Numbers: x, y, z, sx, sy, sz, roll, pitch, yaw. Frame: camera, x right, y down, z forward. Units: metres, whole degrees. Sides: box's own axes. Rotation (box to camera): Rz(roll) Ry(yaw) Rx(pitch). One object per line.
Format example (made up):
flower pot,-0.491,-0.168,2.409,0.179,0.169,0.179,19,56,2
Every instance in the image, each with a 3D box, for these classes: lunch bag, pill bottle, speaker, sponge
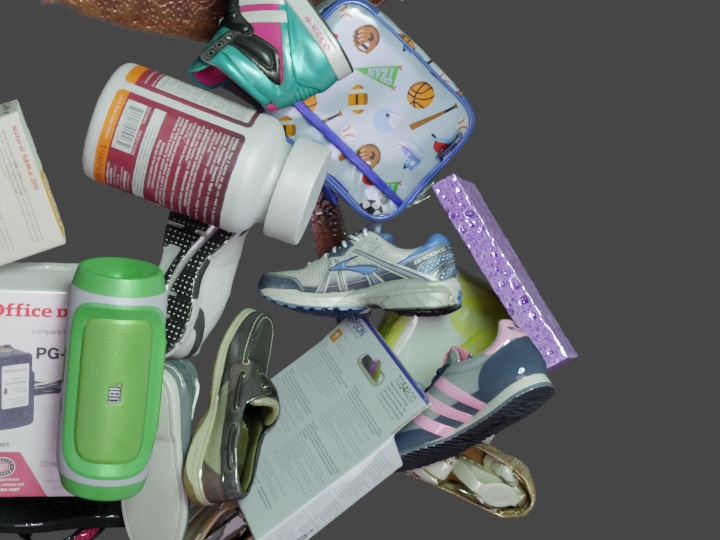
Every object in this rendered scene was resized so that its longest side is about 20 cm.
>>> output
lunch bag,0.001,-0.146,1.369,0.160,0.076,0.200,-45,110,3
pill bottle,-0.133,-0.099,1.296,0.199,0.110,0.110,21,100,2
speaker,-0.217,0.094,1.284,0.088,0.088,0.201,3,104,-15
sponge,0.136,0.002,1.379,0.030,0.112,0.201,-32,80,10

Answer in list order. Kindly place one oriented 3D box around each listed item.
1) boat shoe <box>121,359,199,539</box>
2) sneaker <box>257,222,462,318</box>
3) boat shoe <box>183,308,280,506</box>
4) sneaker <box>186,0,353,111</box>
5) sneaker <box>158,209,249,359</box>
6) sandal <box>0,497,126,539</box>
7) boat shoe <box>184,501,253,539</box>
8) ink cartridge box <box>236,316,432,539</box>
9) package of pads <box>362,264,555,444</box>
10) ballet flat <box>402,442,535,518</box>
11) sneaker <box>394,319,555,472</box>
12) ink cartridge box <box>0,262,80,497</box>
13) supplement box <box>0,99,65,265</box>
boat shoe,-0.177,0.177,1.369,0.072,0.062,0.201,11,110,26
sneaker,0.000,0.000,1.396,0.199,0.077,0.086,-1,81,15
boat shoe,-0.105,0.127,1.368,0.066,0.202,0.072,1,145,23
sneaker,-0.109,-0.216,1.287,0.121,0.084,0.200,-36,75,-2
sneaker,-0.149,-0.008,1.380,0.073,0.080,0.201,25,85,21
sandal,-0.277,0.238,1.408,0.199,0.075,0.045,2,114,-18
boat shoe,-0.106,0.231,1.446,0.072,0.076,0.200,41,92,-21
ink cartridge box,-0.037,0.148,1.375,0.200,0.200,0.041,-38,122,1
package of pads,0.079,0.098,1.462,0.154,0.068,0.201,26,97,-21
ballet flat,0.091,0.185,1.419,0.199,0.065,0.071,23,102,-21
sneaker,0.084,0.117,1.339,0.200,0.082,0.070,-32,154,27
ink cartridge box,-0.290,0.100,1.355,0.144,0.084,0.201,2,105,-16
supplement box,-0.374,-0.057,1.295,0.199,0.074,0.127,-19,109,-9
